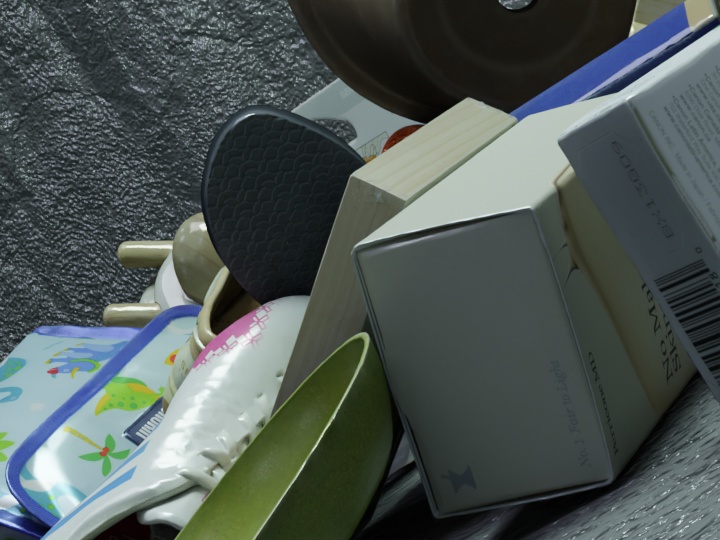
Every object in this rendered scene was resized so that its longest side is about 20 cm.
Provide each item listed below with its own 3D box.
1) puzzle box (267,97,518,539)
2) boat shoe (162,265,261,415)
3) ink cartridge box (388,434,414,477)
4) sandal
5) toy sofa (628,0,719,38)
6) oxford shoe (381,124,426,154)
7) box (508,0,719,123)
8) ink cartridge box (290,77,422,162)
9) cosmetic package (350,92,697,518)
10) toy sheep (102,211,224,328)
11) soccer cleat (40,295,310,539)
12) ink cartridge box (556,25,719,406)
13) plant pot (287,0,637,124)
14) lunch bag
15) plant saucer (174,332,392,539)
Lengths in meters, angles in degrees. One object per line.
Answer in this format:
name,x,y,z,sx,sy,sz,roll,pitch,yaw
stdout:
puzzle box,0.000,0.038,0.996,0.133,0.025,0.201,-38,-30,-63
boat shoe,-0.026,0.004,1.159,0.200,0.073,0.063,-58,-13,-49
ink cartridge box,-0.020,0.101,1.271,0.160,0.050,0.200,-33,21,-3
sandal,0.000,0.001,1.105,0.076,0.200,0.043,-45,30,4
toy sofa,0.167,-0.098,1.142,0.082,0.098,0.200,12,2,9
oxford shoe,0.067,-0.035,1.223,0.072,0.072,0.200,-2,5,-24
box,0.098,-0.020,1.062,0.199,0.121,0.032,-32,29,19
ink cartridge box,0.021,-0.024,1.415,0.043,0.174,0.200,-24,-3,-38
cosmetic package,0.075,0.005,0.925,0.073,0.104,0.200,-13,12,24
toy sheep,-0.069,0.045,1.419,0.138,0.138,0.201,-33,-40,-19
soccer cleat,-0.061,0.088,1.016,0.200,0.070,0.086,-48,15,-22
ink cartridge box,0.172,-0.051,0.837,0.200,0.109,0.050,-34,3,-29
plant pot,0.064,-0.149,1.181,0.200,0.201,0.175,-32,19,4
lunch bag,-0.112,0.106,1.157,0.199,0.128,0.170,2,31,34
plant saucer,-0.047,0.109,0.839,0.200,0.031,0.200,-53,5,7
